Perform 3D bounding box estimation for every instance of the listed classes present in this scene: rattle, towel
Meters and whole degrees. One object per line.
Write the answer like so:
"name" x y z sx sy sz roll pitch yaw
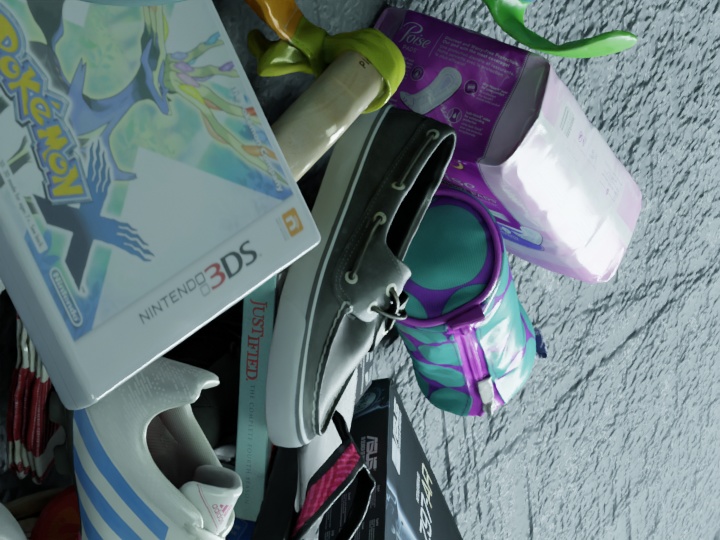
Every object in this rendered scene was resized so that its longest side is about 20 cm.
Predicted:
"rattle" -0.081 -0.075 1.203 0.200 0.142 0.131 -38 -155 48
"towel" -0.131 -0.012 1.144 0.144 0.023 0.201 -59 163 -49

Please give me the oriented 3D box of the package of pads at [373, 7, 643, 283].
"package of pads" 0.082 -0.069 1.372 0.076 0.120 0.200 -63 151 -9

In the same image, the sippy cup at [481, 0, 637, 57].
"sippy cup" 0.123 -0.215 1.263 0.140 0.130 0.179 -52 130 -48

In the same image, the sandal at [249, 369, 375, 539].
"sandal" -0.024 0.132 1.233 0.075 0.045 0.201 73 27 -47

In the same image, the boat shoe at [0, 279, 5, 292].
"boat shoe" -0.189 0.004 1.064 0.065 0.073 0.201 -10 123 -49

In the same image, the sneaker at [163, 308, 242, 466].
"sneaker" -0.092 0.065 1.271 0.200 0.076 0.091 -12 116 -70

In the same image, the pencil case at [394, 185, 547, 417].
"pencil case" 0.057 0.023 1.407 0.085 0.093 0.200 -22 159 3

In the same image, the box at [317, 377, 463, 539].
"box" 0.022 0.187 1.412 0.200 0.043 0.161 -86 157 -55

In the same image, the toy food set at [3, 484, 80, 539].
"toy food set" -0.153 0.199 1.226 0.199 0.049 0.199 27 99 -29

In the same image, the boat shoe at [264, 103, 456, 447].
"boat shoe" 0.000 0.000 1.225 0.069 0.056 0.201 70 33 -62

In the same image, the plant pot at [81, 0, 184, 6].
"plant pot" -0.092 -0.193 0.963 0.201 0.200 0.134 -55 176 -11

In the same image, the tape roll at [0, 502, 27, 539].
"tape roll" -0.239 0.178 1.093 0.202 0.037 0.203 -20 138 -19

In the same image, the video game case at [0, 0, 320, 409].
"video game case" -0.111 -0.066 1.042 0.182 0.022 0.201 -36 105 -49

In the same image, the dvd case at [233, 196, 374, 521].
"dvd case" -0.026 0.032 1.303 0.200 0.022 0.147 -51 147 -64

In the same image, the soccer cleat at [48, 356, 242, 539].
"soccer cleat" -0.097 0.135 1.140 0.070 0.086 0.201 -48 136 -61

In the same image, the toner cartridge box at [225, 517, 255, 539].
"toner cartridge box" -0.065 0.173 1.372 0.043 0.095 0.200 -57 150 -12
